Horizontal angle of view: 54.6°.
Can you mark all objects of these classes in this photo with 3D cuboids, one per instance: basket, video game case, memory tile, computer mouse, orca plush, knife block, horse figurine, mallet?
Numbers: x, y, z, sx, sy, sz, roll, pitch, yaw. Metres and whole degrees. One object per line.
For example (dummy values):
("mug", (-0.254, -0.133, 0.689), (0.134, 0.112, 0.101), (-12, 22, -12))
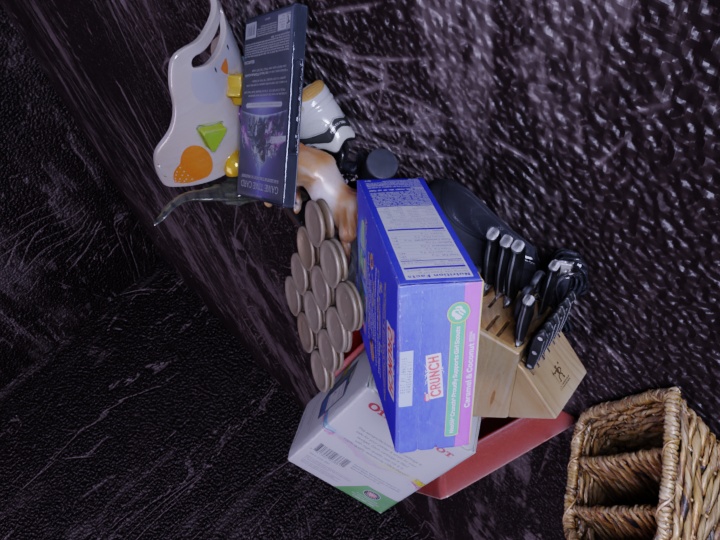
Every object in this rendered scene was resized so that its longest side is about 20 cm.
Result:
("basket", (0.265, 0.224, 0.676), (0.149, 0.142, 0.200), (47, 162, 6))
("video game case", (-0.102, -0.180, 0.776), (0.142, 0.019, 0.205), (20, 109, 58))
("memory tile", (-0.044, 0.032, 0.777), (0.201, 0.016, 0.156), (114, 139, -55))
("computer mouse", (0.126, -0.014, 0.688), (0.199, 0.053, 0.139), (42, 162, 26))
("orca plush", (-0.035, -0.086, 0.911), (0.106, 0.071, 0.199), (55, 162, -17))
("knife block", (0.123, 0.053, 0.661), (0.177, 0.064, 0.199), (54, 151, -11))
("horse figurine", (-0.040, -0.080, 0.779), (0.200, 0.050, 0.133), (48, 140, 9))
("mallet", (0.064, -0.047, 0.762), (0.201, 0.041, 0.066), (53, 160, 17))

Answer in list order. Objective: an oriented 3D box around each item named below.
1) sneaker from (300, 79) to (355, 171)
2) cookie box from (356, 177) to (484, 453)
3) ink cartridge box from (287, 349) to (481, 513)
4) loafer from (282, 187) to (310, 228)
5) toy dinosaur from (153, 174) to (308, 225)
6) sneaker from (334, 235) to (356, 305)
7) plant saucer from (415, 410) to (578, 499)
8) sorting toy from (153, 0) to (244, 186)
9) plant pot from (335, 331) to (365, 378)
("sneaker", (-0.061, -0.144, 0.850), (0.088, 0.075, 0.200), (50, 163, 0))
("cookie box", (0.046, 0.033, 0.648), (0.201, 0.073, 0.175), (-107, 15, -58))
("ink cartridge box", (0.026, 0.182, 0.811), (0.144, 0.088, 0.200), (32, 135, -10))
("loafer", (-0.107, -0.128, 1.003), (0.071, 0.073, 0.202), (33, 155, 42))
("toy dinosaur", (-0.168, -0.107, 0.898), (0.089, 0.195, 0.048), (-109, 11, -50))
("sneaker", (0.000, 0.000, 0.886), (0.201, 0.079, 0.078), (-114, 38, -51))
("plant saucer", (0.150, 0.222, 0.895), (0.037, 0.196, 0.200), (64, 164, 7))
("sorting toy", (-0.179, -0.227, 0.842), (0.104, 0.203, 0.181), (12, 150, 10))
("plant pot", (0.063, 0.121, 0.923), (0.177, 0.201, 0.200), (43, 164, -9))
